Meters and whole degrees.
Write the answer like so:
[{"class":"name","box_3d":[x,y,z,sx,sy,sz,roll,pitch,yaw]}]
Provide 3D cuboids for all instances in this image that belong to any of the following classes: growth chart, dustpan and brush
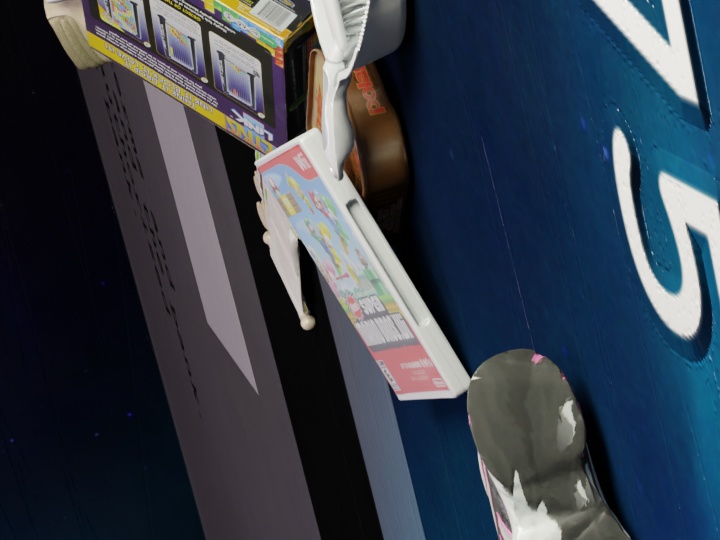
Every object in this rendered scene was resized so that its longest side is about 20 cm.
[{"class":"growth chart","box_3d":[-0.070,-0.041,2.053,0.200,0.018,0.145,88,162,-56]},{"class":"dustpan and brush","box_3d":[-0.009,-0.149,1.427,0.140,0.057,0.201,-123,19,-57]}]

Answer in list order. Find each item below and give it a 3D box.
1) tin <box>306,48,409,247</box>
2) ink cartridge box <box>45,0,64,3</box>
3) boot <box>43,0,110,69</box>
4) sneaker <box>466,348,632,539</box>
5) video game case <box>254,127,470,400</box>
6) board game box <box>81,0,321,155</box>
[{"class":"tin","box_3d":[-0.003,-0.082,1.576,0.200,0.042,0.112,98,150,-68]},{"class":"ink cartridge box","box_3d":[-0.222,-0.345,2.011,0.197,0.047,0.201,-4,103,41]},{"class":"boot","box_3d":[-0.225,-0.283,2.111,0.073,0.155,0.201,-48,-53,-53]},{"class":"sneaker","box_3d":[0.111,0.142,1.274,0.086,0.080,0.201,50,-149,-86]},{"class":"video game case","box_3d":[0.000,0.000,1.572,0.200,0.017,0.143,59,166,-4]},{"class":"board game box","box_3d":[-0.115,-0.183,1.690,0.200,0.057,0.165,33,155,17]}]
